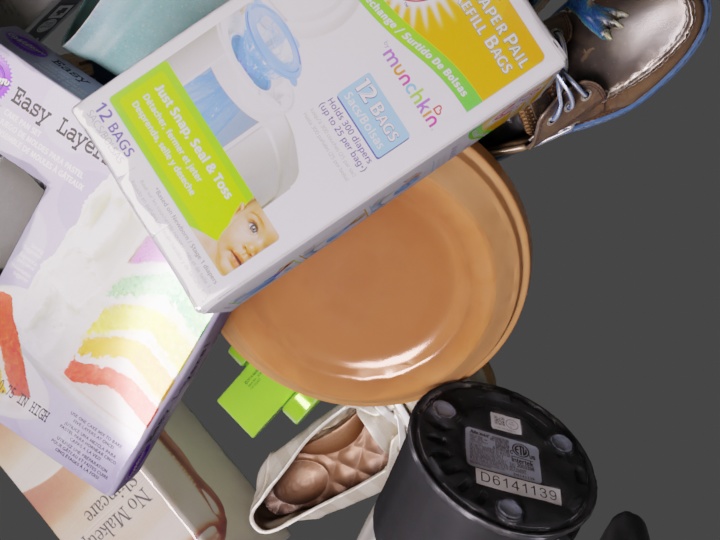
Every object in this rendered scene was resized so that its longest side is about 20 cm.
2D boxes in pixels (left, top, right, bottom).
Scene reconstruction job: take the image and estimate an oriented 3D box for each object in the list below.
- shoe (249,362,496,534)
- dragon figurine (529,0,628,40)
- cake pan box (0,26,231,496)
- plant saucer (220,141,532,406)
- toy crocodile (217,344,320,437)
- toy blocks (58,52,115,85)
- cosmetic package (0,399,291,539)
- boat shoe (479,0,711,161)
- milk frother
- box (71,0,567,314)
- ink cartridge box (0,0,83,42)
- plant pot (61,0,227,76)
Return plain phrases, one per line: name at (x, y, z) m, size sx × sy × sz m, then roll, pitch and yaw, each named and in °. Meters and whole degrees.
shoe at (0.004, 0.116, 0.870) m, size 0.199 × 0.053 × 0.070 m, roll -36°, pitch 89°, yaw 27°
dragon figurine at (0.117, -0.173, 0.668) m, size 0.198 × 0.059 × 0.099 m, roll -18°, pitch 133°, yaw 30°
cake pan box at (-0.167, -0.007, 0.739) m, size 0.199 × 0.052 × 0.185 m, roll 35°, pitch 103°, yaw 4°
plant saucer at (0.000, 0.000, 0.772) m, size 0.198 × 0.038 × 0.202 m, roll 3°, pitch 121°, yaw 4°
toy crocodile at (-0.028, 0.034, 0.864) m, size 0.067 × 0.062 × 0.201 m, roll 41°, pitch 121°, yaw 8°
toy blocks at (-0.164, -0.063, 0.859) m, size 0.135 × 0.100 × 0.202 m, roll -16°, pitch 97°, yaw -17°
cosmetic package at (-0.157, 0.148, 0.930) m, size 0.200 × 0.087 × 0.103 m, roll 48°, pitch 116°, yaw 4°
boat shoe at (0.104, -0.102, 0.756) m, size 0.199 × 0.072 × 0.073 m, roll -32°, pitch 91°, yaw 27°
milk frother at (0.067, 0.207, 0.776) m, size 0.179 × 0.200 × 0.189 m, roll 26°, pitch 125°, yaw 5°
box at (-0.017, -0.081, 0.637) m, size 0.199 × 0.101 × 0.113 m, roll -33°, pitch 88°, yaw 1°
ink cartridge box at (-0.260, -0.245, 0.889) m, size 0.199 × 0.043 × 0.199 m, roll -34°, pitch 89°, yaw 30°
plant pot at (-0.058, -0.171, 0.757) m, size 0.134 × 0.201 × 0.200 m, roll 34°, pitch 118°, yaw -18°
